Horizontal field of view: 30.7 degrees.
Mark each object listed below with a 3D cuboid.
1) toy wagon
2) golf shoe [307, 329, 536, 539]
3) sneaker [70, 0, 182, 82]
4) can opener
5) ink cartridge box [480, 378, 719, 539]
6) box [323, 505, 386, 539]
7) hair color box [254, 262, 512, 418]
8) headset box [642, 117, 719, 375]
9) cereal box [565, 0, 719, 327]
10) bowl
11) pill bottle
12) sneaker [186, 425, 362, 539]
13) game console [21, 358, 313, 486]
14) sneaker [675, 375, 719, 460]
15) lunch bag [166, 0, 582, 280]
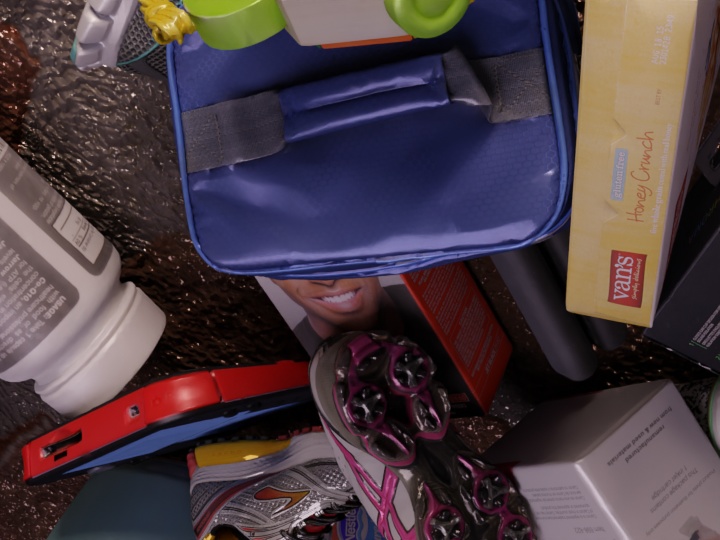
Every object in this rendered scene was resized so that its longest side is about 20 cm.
[{"bbox_3d":[0.005,-0.138,0.517,0.155,0.199,0.040,51,172,49],"label":"toy wagon"},{"bbox_3d":[0.036,0.123,0.758,0.202,0.072,0.092,63,159,-7],"label":"golf shoe"},{"bbox_3d":[-0.076,-0.163,0.652,0.090,0.078,0.200,20,144,-15],"label":"sneaker"},{"bbox_3d":[0.080,-0.029,0.719,0.067,0.053,0.201,25,152,55],"label":"can opener"},{"bbox_3d":[0.167,0.175,0.765,0.201,0.083,0.145,58,154,-4],"label":"ink cartridge box"},{"bbox_3d":[0.006,0.241,0.972,0.093,0.103,0.201,17,139,7],"label":"box"},{"bbox_3d":[0.000,0.000,0.768,0.100,0.062,0.201,-10,125,36],"label":"hair color box"},{"bbox_3d":[0.248,-0.012,0.604,0.198,0.093,0.175,26,139,2],"label":"headset box"},{"bbox_3d":[0.120,-0.099,0.503,0.039,0.201,0.145,10,137,16],"label":"cereal box"},{"bbox_3d":[-0.141,0.206,0.986,0.198,0.106,0.201,12,159,5],"label":"bowl"},{"bbox_3d":[-0.226,-0.002,0.842,0.113,0.114,0.200,-26,116,42],"label":"pill bottle"},{"bbox_3d":[-0.031,0.151,0.866,0.198,0.083,0.077,-14,157,36],"label":"sneaker"},{"bbox_3d":[-0.110,0.099,0.862,0.199,0.175,0.031,-25,73,42],"label":"game console"},{"bbox_3d":[0.228,0.130,0.784,0.088,0.077,0.202,1,127,44],"label":"sneaker"},{"bbox_3d":[0.018,-0.069,0.590,0.197,0.132,0.138,-8,94,19],"label":"lunch bag"}]
